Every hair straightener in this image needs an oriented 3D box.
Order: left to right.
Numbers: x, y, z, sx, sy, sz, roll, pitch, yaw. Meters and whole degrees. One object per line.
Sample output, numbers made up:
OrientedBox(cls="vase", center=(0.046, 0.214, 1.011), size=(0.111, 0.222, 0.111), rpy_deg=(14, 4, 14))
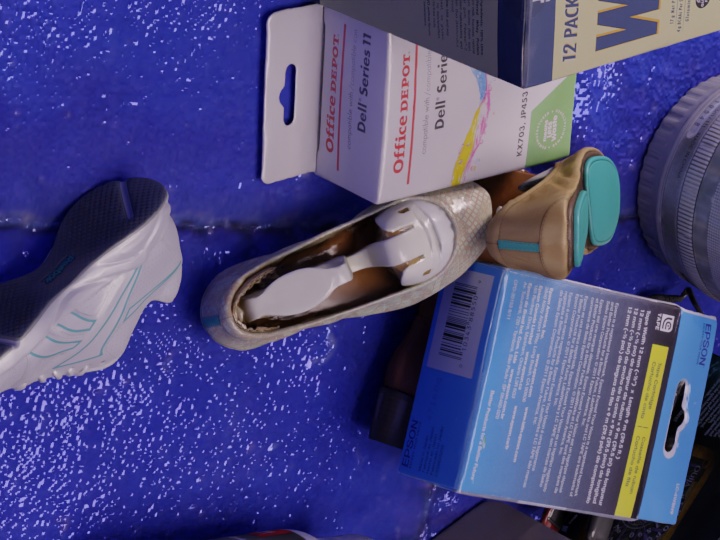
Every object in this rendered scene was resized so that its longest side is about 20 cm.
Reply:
OrientedBox(cls="hair straightener", center=(0.195, 0.102, 1.883), size=(0.200, 0.077, 0.041), rpy_deg=(-64, 155, -15))

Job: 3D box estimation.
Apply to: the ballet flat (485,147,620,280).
OrientedBox(cls="ballet flat", center=(0.119, -0.039, 1.714), size=(0.200, 0.063, 0.069), rpy_deg=(-33, 121, -74))

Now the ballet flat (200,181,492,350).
OrientedBox(cls="ballet flat", center=(0.000, 0.000, 1.651), size=(0.200, 0.062, 0.068), rpy_deg=(-25, 94, -15))

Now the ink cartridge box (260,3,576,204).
OrientedBox(cls="ink cartridge box", center=(0.038, -0.112, 1.665), size=(0.200, 0.067, 0.117), rpy_deg=(-16, 119, -36))

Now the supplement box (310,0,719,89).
OrientedBox(cls="supplement box", center=(0.102, -0.214, 1.582), size=(0.200, 0.200, 0.135), rpy_deg=(-19, 121, -34))

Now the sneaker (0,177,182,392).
OrientedBox(cls="sneaker", center=(-0.174, 0.035, 1.545), size=(0.200, 0.070, 0.080), rpy_deg=(-39, 133, -23))

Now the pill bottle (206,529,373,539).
OrientedBox(cls="pill bottle", center=(-0.074, 0.219, 1.684), size=(0.200, 0.114, 0.114), rpy_deg=(-5, 112, -40))

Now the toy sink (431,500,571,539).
OrientedBox(cls="toy sink", center=(0.067, 0.268, 1.819), size=(0.200, 0.130, 0.112), rpy_deg=(-36, 129, -26))

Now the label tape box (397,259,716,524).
OrientedBox(cls="label tape box", center=(0.130, 0.079, 1.756), size=(0.200, 0.066, 0.144), rpy_deg=(12, 90, -41))

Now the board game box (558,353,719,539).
OrientedBox(cls="board game box", center=(0.219, 0.152, 1.895), size=(0.200, 0.135, 0.028), rpy_deg=(-48, 132, -14))

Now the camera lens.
OrientedBox(cls="camera lens", center=(0.305, -0.037, 1.840), size=(0.160, 0.200, 0.160), rpy_deg=(-18, 120, -35))

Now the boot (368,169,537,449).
OrientedBox(cls="boot", center=(0.098, 0.036, 1.806), size=(0.188, 0.068, 0.200), rpy_deg=(21, 86, -38))
